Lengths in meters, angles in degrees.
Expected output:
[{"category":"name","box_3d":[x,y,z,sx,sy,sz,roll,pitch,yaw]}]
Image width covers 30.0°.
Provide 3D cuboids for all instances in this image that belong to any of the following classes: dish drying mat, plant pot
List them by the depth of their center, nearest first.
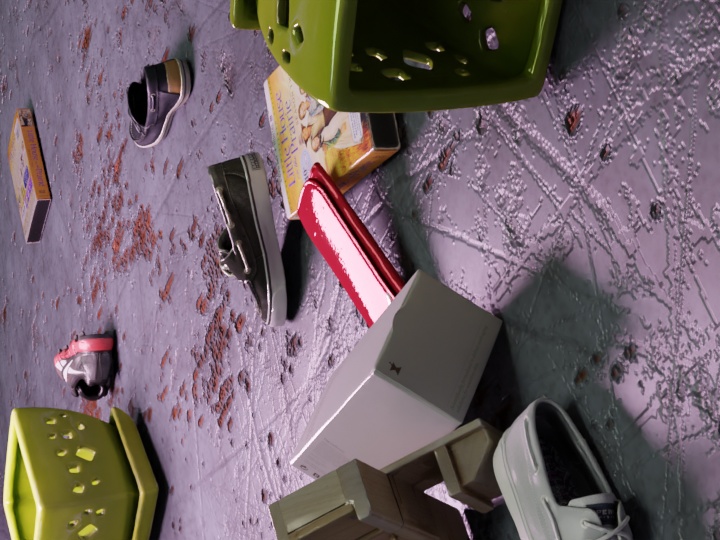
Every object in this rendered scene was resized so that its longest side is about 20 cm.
[{"category":"plant pot","box_3d":[0.019,-0.236,0.937,0.181,0.197,0.203,35,124,45]},{"category":"dish drying mat","box_3d":[0.000,0.000,1.197,0.201,0.018,0.077,56,148,25]},{"category":"plant pot","box_3d":[-0.400,0.322,1.920,0.201,0.179,0.201,58,143,43]}]

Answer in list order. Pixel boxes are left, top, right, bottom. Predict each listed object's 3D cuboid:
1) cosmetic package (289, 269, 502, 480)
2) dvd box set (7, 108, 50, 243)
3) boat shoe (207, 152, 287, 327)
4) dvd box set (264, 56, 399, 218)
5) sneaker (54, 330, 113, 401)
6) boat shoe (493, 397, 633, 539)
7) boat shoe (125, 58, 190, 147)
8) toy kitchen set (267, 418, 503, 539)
[{"category":"cosmetic package","box_3d":[0.024,0.101,1.091,0.108,0.084,0.200,-62,7,-34]},{"category":"dvd box set","box_3d":[-0.609,-0.173,2.460,0.147,0.029,0.202,-58,45,52]},{"category":"boat shoe","box_3d":[-0.119,-0.027,1.393,0.071,0.063,0.202,-118,17,-58]},{"category":"dvd box set","box_3d":[-0.032,-0.148,1.256,0.200,0.029,0.148,-31,67,60]},{"category":"sneaker","box_3d":[-0.435,0.162,2.109,0.200,0.070,0.099,-32,63,60]},{"category":"boat shoe","box_3d":[0.153,0.175,0.915,0.201,0.071,0.069,-107,28,-42]},{"category":"boat shoe","box_3d":[-0.273,-0.215,1.729,0.200,0.061,0.076,145,116,-62]},{"category":"toy kitchen set","box_3d":[0.067,0.234,1.003,0.162,0.200,0.182,-30,59,15]}]
